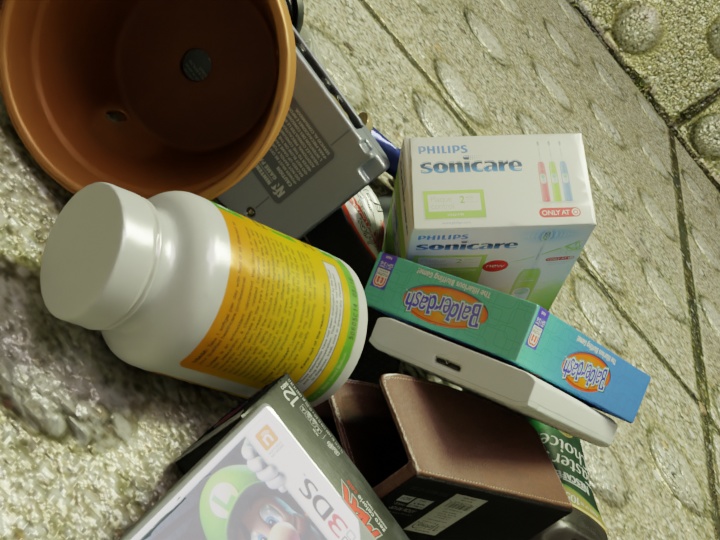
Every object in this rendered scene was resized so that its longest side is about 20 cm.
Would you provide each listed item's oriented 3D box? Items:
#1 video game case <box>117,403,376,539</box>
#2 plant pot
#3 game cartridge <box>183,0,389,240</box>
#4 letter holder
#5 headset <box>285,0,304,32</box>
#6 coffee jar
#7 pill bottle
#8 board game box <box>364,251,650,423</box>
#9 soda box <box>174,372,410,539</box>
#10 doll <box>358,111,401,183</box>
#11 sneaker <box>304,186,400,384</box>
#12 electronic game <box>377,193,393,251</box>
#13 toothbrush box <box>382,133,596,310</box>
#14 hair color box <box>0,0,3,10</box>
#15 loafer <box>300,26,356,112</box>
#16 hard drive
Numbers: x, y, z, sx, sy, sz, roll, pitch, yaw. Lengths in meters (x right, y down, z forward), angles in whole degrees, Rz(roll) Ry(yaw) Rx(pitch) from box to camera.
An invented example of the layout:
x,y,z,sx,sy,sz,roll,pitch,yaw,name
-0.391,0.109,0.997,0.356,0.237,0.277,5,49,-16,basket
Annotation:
x,y,z,sx,sy,sz,roll,pitch,yaw,name
-0.056,0.197,0.550,0.182,0.023,0.200,51,48,-4,video game case
-0.132,-0.146,0.751,0.201,0.199,0.140,52,11,-1,plant pot
-0.084,-0.124,0.847,0.201,0.133,0.040,54,18,-2,game cartridge
0.045,0.128,0.794,0.199,0.100,0.143,23,37,-46,letter holder
-0.106,-0.204,0.931,0.201,0.093,0.124,53,52,-22,headset
0.149,0.176,0.920,0.104,0.085,0.202,35,32,-31,coffee jar
-0.097,0.016,0.681,0.199,0.111,0.112,24,38,-45,pill bottle
0.116,0.054,0.830,0.151,0.046,0.199,20,-6,42,board game box
-0.022,0.170,0.660,0.201,0.071,0.063,54,30,-1,soda box
0.064,-0.100,1.100,0.198,0.049,0.136,25,-5,-32,doll
0.001,-0.001,0.911,0.204,0.067,0.108,68,19,12,sneaker
0.084,0.000,1.076,0.199,0.042,0.201,33,28,-20,electronic game
0.099,-0.026,0.897,0.143,0.201,0.087,-2,64,-6,toothbrush box
-0.285,-0.217,0.711,0.112,0.064,0.199,58,25,8,hair color box
-0.058,-0.174,1.042,0.070,0.069,0.201,88,-22,-55,loafer
0.107,0.088,0.811,0.131,0.027,0.200,21,-5,33,hard drive
